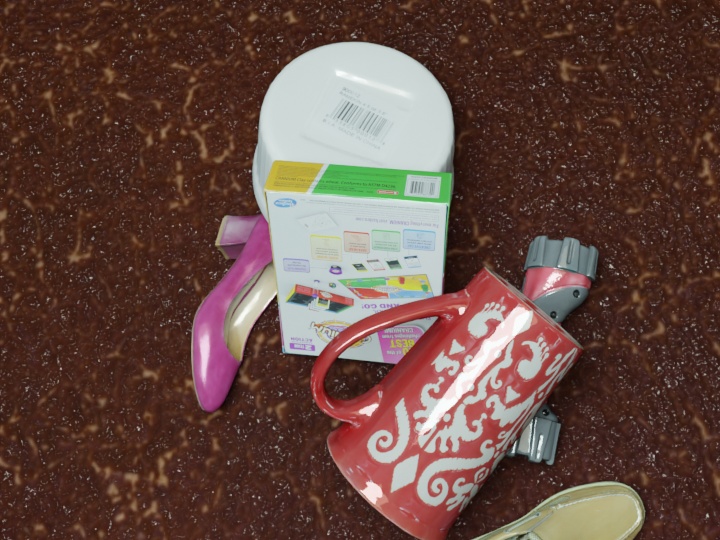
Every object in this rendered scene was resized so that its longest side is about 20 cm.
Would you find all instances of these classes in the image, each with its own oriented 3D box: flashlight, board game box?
[{"bbox_3d":[0.170,0.073,0.845,0.067,0.067,0.202,18,77,-32],"label":"flashlight"},{"bbox_3d":[0.000,0.000,0.812,0.151,0.201,0.041,5,45,6],"label":"board game box"}]

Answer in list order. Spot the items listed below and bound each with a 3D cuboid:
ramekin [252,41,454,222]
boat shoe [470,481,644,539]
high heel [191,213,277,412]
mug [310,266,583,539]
[{"bbox_3d":[-0.005,-0.116,0.866,0.198,0.098,0.203,1,62,-2],"label":"ramekin"},{"bbox_3d":[0.156,0.240,0.793,0.198,0.076,0.072,-26,74,-2],"label":"boat shoe"},{"bbox_3d":[-0.098,0.037,0.876,0.095,0.068,0.202,1,62,16],"label":"high heel"},{"bbox_3d":[0.071,0.100,0.764,0.200,0.177,0.134,-50,45,7],"label":"mug"}]
